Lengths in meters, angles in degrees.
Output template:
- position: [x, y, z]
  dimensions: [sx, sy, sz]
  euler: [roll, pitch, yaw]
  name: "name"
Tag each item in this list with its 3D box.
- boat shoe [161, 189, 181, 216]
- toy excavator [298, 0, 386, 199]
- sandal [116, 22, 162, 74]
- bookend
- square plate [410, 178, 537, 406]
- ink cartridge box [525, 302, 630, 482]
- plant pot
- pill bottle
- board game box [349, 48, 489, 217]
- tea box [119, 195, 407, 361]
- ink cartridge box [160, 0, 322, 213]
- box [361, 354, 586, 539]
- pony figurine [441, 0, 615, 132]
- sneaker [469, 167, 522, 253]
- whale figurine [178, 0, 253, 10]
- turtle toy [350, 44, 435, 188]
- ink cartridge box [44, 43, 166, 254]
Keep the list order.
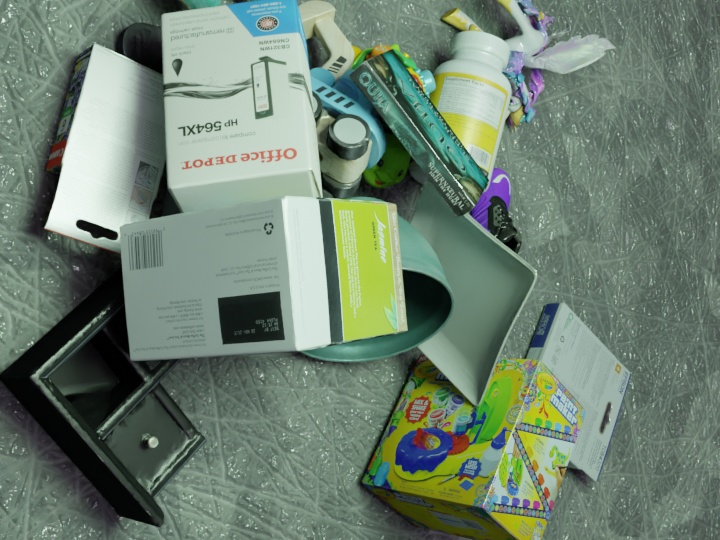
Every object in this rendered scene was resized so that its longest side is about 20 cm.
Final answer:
- position: [-0.160, -0.125, 1.040]
  dimensions: [0.068, 0.073, 0.201]
  euler: [21, 77, -46]
  name: "boat shoe"
- position: [-0.034, -0.212, 1.101]
  dimensions: [0.193, 0.100, 0.200]
  euler: [31, 59, 10]
  name: "toy excavator"
- position: [-0.176, -0.241, 1.060]
  dimensions: [0.199, 0.043, 0.077]
  euler: [-8, 90, -39]
  name: "sandal"
- position: [-0.219, 0.115, 0.954]
  dimensions: [0.199, 0.092, 0.201]
  euler: [-47, 114, -32]
  name: "bookend"
- position: [0.116, 0.025, 1.115]
  dimensions: [0.028, 0.198, 0.201]
  euler: [-11, 133, -38]
  name: "square plate"
- position: [0.316, 0.185, 1.405]
  dimensions: [0.200, 0.043, 0.197]
  euler: [43, 60, -29]
  name: "ink cartridge box"
- position: [0.000, 0.000, 1.097]
  dimensions: [0.199, 0.200, 0.135]
  euler: [17, 48, -36]
  name: "plant pot"
- position: [0.140, -0.210, 1.250]
  dimensions: [0.111, 0.112, 0.202]
  euler: [21, 79, -35]
  name: "pill bottle"
- position: [0.073, -0.162, 1.075]
  dimensions: [0.201, 0.028, 0.135]
  euler: [52, 22, -6]
  name: "board game box"
- position: [-0.089, 0.009, 0.898]
  dimensions: [0.196, 0.198, 0.135]
  euler: [-2, 86, -59]
  name: "tea box"
- position: [-0.121, -0.163, 0.948]
  dimensions: [0.144, 0.084, 0.202]
  euler: [-8, 69, 1]
  name: "ink cartridge box"
- position: [0.141, 0.219, 1.154]
  dimensions: [0.122, 0.199, 0.194]
  euler: [45, 60, -32]
  name: "box"
- position: [0.240, -0.327, 1.352]
  dimensions: [0.192, 0.167, 0.201]
  euler: [-35, 113, -2]
  name: "pony figurine"
- position: [0.187, -0.055, 1.290]
  dimensions: [0.069, 0.099, 0.202]
  euler: [35, 65, -32]
  name: "sneaker"
- position: [-0.145, -0.364, 1.040]
  dimensions: [0.159, 0.103, 0.201]
  euler: [50, 45, -39]
  name: "whale figurine"
- position: [0.032, -0.199, 1.183]
  dimensions: [0.145, 0.101, 0.202]
  euler: [21, 72, -35]
  name: "turtle toy"
- position: [-0.263, -0.120, 0.974]
  dimensions: [0.108, 0.050, 0.202]
  euler: [21, 73, -36]
  name: "ink cartridge box"
